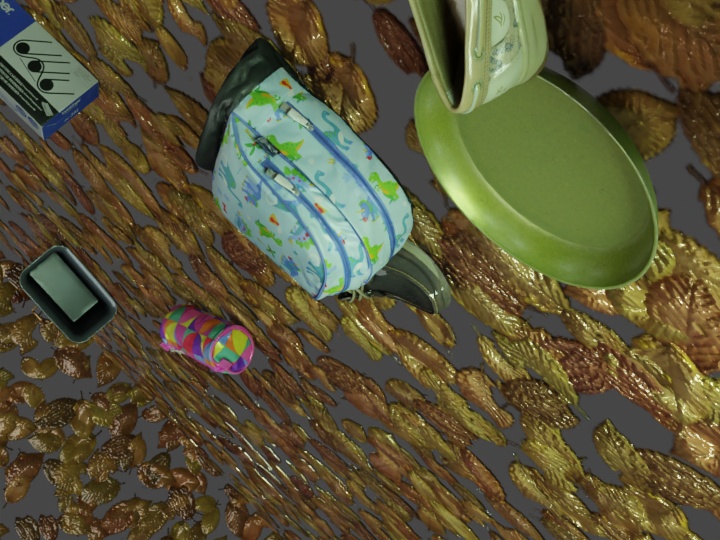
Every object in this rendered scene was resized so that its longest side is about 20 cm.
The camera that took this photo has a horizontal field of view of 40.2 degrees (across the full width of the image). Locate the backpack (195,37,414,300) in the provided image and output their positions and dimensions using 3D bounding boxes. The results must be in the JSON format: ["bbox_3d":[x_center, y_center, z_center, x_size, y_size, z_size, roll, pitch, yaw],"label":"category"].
[{"bbox_3d":[-0.049,-0.073,0.856,0.200,0.154,0.163,32,152,-4],"label":"backpack"}]

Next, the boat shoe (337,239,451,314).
[{"bbox_3d":[0.000,0.000,0.960,0.200,0.073,0.075,28,153,37],"label":"boat shoe"}]

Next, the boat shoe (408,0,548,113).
[{"bbox_3d":[0.046,-0.186,0.534,0.073,0.063,0.201,8,127,55],"label":"boat shoe"}]

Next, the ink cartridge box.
[{"bbox_3d":[-0.428,-0.265,1.216,0.200,0.094,0.044,43,158,2],"label":"ink cartridge box"}]

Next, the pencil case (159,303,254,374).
[{"bbox_3d":[-0.254,0.113,1.605,0.200,0.088,0.089,11,141,53],"label":"pencil case"}]

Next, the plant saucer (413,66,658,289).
[{"bbox_3d":[0.123,-0.071,0.674,0.200,0.031,0.200,38,158,18],"label":"plant saucer"}]

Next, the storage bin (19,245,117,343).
[{"bbox_3d":[-0.644,0.051,2.131,0.200,0.145,0.134,52,167,-18],"label":"storage bin"}]
